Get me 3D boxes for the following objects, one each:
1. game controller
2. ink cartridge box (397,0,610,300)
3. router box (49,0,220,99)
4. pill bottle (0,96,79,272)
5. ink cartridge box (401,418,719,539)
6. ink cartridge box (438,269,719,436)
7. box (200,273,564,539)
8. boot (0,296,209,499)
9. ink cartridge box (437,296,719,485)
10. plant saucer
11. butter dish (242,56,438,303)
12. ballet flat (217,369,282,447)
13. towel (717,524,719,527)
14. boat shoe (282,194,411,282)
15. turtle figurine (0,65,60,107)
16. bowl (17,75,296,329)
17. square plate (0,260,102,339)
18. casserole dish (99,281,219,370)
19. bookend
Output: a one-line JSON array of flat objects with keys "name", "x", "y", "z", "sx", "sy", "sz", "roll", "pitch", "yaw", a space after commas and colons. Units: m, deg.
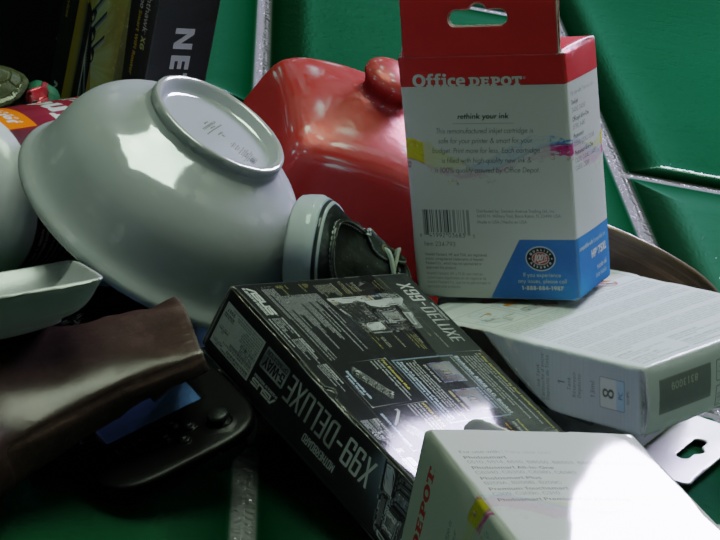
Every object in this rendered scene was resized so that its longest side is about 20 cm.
[{"name": "game controller", "x": -0.143, "y": 0.070, "z": 1.280, "sx": 0.104, "sy": 0.042, "sz": 0.200, "roll": -18, "pitch": 33, "yaw": -25}, {"name": "ink cartridge box", "x": 0.092, "y": -0.086, "z": 1.396, "sx": 0.115, "sy": 0.202, "sz": 0.067, "roll": 2, "pitch": 14, "yaw": 25}, {"name": "router box", "x": -0.174, "y": -0.147, "z": 1.611, "sx": 0.052, "sy": 0.201, "sz": 0.157, "roll": -1, "pitch": 24, "yaw": -32}, {"name": "pill bottle", "x": -0.229, "y": -0.056, "z": 1.474, "sx": 0.113, "sy": 0.114, "sz": 0.199, "roll": 26, "pitch": 25, "yaw": 32}, {"name": "ink cartridge box", "x": 0.101, "y": 0.168, "z": 1.072, "sx": 0.124, "sy": 0.129, "sz": 0.200, "roll": 3, "pitch": 24, "yaw": -22}, {"name": "ink cartridge box", "x": 0.153, "y": 0.046, "z": 1.370, "sx": 0.159, "sy": 0.048, "sz": 0.199, "roll": -16, "pitch": 19, "yaw": -41}, {"name": "box", "x": 0.025, "y": 0.082, "z": 1.279, "sx": 0.157, "sy": 0.050, "sz": 0.200, "roll": -4, "pitch": 40, "yaw": -47}, {"name": "boot", "x": -0.164, "y": 0.070, "z": 1.179, "sx": 0.165, "sy": 0.073, "sz": 0.200, "roll": -18, "pitch": 19, "yaw": -4}, {"name": "ink cartridge box", "x": 0.157, "y": 0.063, "z": 1.449, "sx": 0.199, "sy": 0.068, "sz": 0.117, "roll": 22, "pitch": 25, "yaw": 24}, {"name": "plant saucer", "x": 0.160, "y": -0.002, "z": 1.552, "sx": 0.199, "sy": 0.030, "sz": 0.200, "roll": 23, "pitch": -9, "yaw": 4}, {"name": "butter dish", "x": -0.004, "y": -0.087, "z": 1.567, "sx": 0.198, "sy": 0.148, "sz": 0.201, "roll": 17, "pitch": 31, "yaw": -20}, {"name": "ballet flat", "x": -0.020, "y": 0.076, "z": 1.348, "sx": 0.199, "sy": 0.047, "sz": 0.067, "roll": -1, "pitch": 25, "yaw": -30}, {"name": "towel", "x": 0.270, "y": 0.192, "z": 1.253, "sx": 0.198, "sy": 0.024, "sz": 0.153, "roll": 5, "pitch": 22, "yaw": -15}, {"name": "boat shoe", "x": 0.000, "y": 0.000, "z": 1.415, "sx": 0.070, "sy": 0.073, "sz": 0.200, "roll": 9, "pitch": -11, "yaw": 15}, {"name": "turtle figurine", "x": -0.297, "y": -0.113, "z": 1.614, "sx": 0.198, "sy": 0.101, "sz": 0.150, "roll": 4, "pitch": 22, "yaw": -6}, {"name": "bowl", "x": -0.112, "y": -0.061, "z": 1.386, "sx": 0.200, "sy": 0.091, "sz": 0.201, "roll": 28, "pitch": 26, "yaw": -15}, {"name": "square plate", "x": -0.251, "y": 0.028, "z": 1.241, "sx": 0.197, "sy": 0.029, "sz": 0.200, "roll": -12, "pitch": 6, "yaw": -12}, {"name": "casserole dish", "x": -0.108, "y": 0.030, "z": 1.425, "sx": 0.120, "sy": 0.039, "sz": 0.200, "roll": 0, "pitch": 25, "yaw": -33}, {"name": "bookend", "x": -0.242, "y": -0.220, "z": 1.760, "sx": 0.092, "sy": 0.200, "sz": 0.200, "roll": -4, "pitch": 26, "yaw": -32}]
